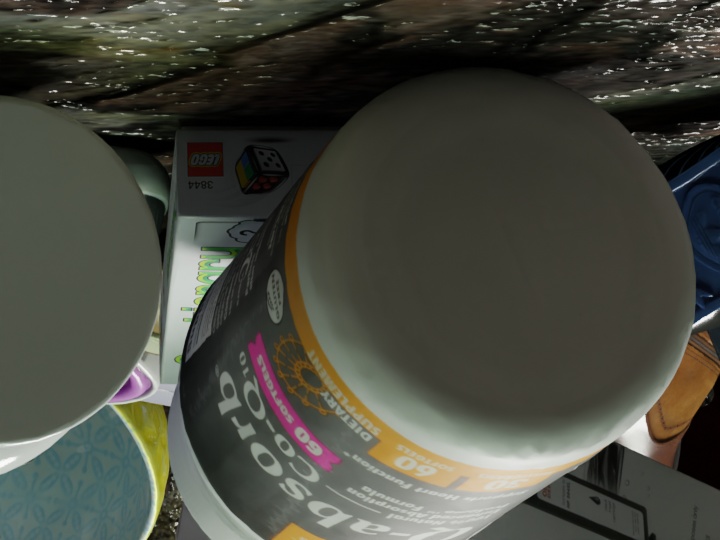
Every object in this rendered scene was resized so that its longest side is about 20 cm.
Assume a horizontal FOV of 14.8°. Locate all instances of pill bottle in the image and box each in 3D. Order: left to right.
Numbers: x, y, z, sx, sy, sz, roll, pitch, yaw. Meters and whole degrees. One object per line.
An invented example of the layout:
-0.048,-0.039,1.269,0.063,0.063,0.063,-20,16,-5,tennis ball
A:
-0.136,0.007,0.820,0.115,0.116,0.200,1,175,-24,pill bottle
0.011,0.026,0.828,0.116,0.117,0.200,1,160,-19,pill bottle

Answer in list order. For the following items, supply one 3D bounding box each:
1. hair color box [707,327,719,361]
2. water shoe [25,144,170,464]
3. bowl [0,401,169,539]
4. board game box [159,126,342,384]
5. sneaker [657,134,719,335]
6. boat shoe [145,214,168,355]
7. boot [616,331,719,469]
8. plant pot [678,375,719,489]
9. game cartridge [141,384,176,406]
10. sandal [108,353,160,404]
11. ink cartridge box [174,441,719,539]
0.222,0.017,1.146,0.099,0.061,0.200,-27,167,23,hair color box
-0.120,0.028,0.990,0.071,0.079,0.200,2,150,-34,water shoe
-0.191,0.070,1.579,0.199,0.201,0.108,-2,-141,24,bowl
-0.006,-0.002,0.978,0.126,0.035,0.200,0,162,-5,board game box
0.142,-0.024,0.860,0.078,0.070,0.200,-31,-170,-41,sneaker
0.000,0.000,1.103,0.199,0.072,0.076,-5,158,-17,boat shoe
0.099,0.051,1.128,0.068,0.188,0.200,43,-168,16,boot
0.151,0.076,1.404,0.199,0.201,0.176,0,-173,-5,plant pot
-0.115,0.016,1.182,0.199,0.039,0.130,12,151,-27,game cartridge
-0.148,0.024,1.094,0.082,0.050,0.202,-17,151,35,sandal
0.045,0.115,1.081,0.200,0.085,0.146,25,152,-28,ink cartridge box
